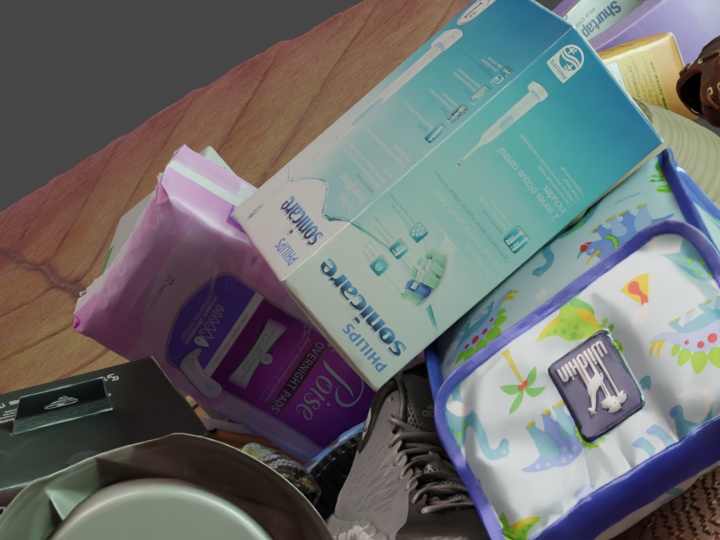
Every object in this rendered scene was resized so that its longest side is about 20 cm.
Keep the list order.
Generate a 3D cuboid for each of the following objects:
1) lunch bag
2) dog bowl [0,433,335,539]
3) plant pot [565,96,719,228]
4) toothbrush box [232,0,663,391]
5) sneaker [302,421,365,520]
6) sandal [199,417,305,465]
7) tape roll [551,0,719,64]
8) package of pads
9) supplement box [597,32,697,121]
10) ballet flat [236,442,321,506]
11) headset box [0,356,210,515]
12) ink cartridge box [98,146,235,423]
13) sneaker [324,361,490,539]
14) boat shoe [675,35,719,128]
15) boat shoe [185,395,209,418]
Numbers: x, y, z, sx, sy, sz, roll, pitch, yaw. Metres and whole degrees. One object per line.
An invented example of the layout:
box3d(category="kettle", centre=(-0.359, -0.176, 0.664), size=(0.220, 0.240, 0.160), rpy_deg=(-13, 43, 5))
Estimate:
box3d(category="lunch bag", centre=(0.129, 0.056, 1.287), size=(0.170, 0.127, 0.200), rpy_deg=(-37, 25, 14))
box3d(category="dog bowl", centre=(-0.103, 0.183, 1.333), size=(0.200, 0.200, 0.059), rpy_deg=(-40, 1, -4))
box3d(category="plant pot", centre=(0.134, -0.036, 1.463), size=(0.200, 0.093, 0.201), rpy_deg=(-17, 32, 11))
box3d(category="toothbrush box", centre=(0.041, -0.049, 1.372), size=(0.200, 0.085, 0.146), rpy_deg=(-40, 21, -1))
box3d(category="sneaker", centre=(-0.026, 0.139, 1.508), size=(0.200, 0.066, 0.078), rpy_deg=(-40, 15, 1))
box3d(category="sandal", centre=(-0.103, 0.125, 1.547), size=(0.205, 0.080, 0.059), rpy_deg=(2, 21, -10))
box3d(category="tape roll", centre=(0.206, -0.178, 1.891), size=(0.200, 0.066, 0.200), rpy_deg=(-36, 15, 11))
box3d(category="package of pads", centre=(-0.057, 0.029, 1.522), size=(0.121, 0.199, 0.076), rpy_deg=(-54, 10, 31))
box3d(category="supplement box", centre=(0.122, -0.098, 1.721), size=(0.199, 0.069, 0.066), rpy_deg=(-22, 7, -22))
box3d(category="ballet flat", centre=(-0.069, 0.195, 1.412), size=(0.072, 0.072, 0.201), rpy_deg=(-4, 64, 65))
box3d(category="headset box", centre=(-0.172, 0.144, 1.435), size=(0.148, 0.201, 0.077), rpy_deg=(-14, 43, -28))
box3d(category="ink cartridge box", centre=(-0.067, 0.038, 1.650), size=(0.084, 0.200, 0.146), rpy_deg=(-38, 14, 14))
box3d(category="sneaker", centre=(0.034, 0.104, 1.361), size=(0.200, 0.075, 0.116), rpy_deg=(1, 76, 68))
box3d(category="boat shoe", centre=(0.243, -0.110, 1.592), size=(0.070, 0.071, 0.200), rpy_deg=(-32, 6, 0))
box3d(category="boat shoe", centre=(-0.105, 0.122, 1.743), size=(0.064, 0.071, 0.200), rpy_deg=(-33, 14, 24))
